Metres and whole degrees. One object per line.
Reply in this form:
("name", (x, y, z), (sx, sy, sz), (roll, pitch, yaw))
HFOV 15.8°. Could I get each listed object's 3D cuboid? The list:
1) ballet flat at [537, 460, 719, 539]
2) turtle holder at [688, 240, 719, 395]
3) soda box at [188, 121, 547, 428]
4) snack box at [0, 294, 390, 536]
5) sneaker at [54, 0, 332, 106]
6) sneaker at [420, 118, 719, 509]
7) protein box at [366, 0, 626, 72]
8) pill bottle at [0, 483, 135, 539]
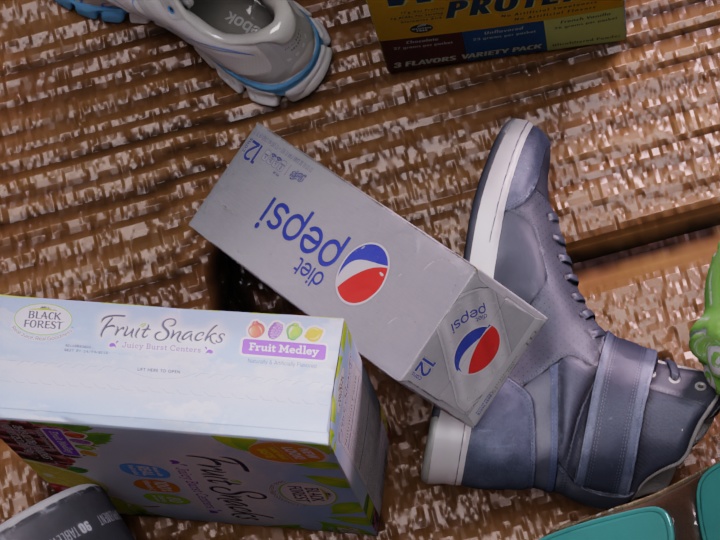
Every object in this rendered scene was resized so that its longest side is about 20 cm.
("ballet flat", (0.173, 0.133, 1.263), (0.200, 0.065, 0.071), (-18, 56, 30))
("turtle holder", (0.247, 0.001, 1.215), (0.185, 0.141, 0.132), (-5, 74, 4))
("soda box", (0.000, 0.000, 1.300), (0.200, 0.063, 0.068), (34, 90, 47))
("snack box", (-0.079, 0.074, 1.269), (0.168, 0.200, 0.068), (4, 74, 8))
("sneaker", (-0.107, -0.166, 1.405), (0.200, 0.087, 0.075), (26, 80, 15))
("sneaker", (0.118, 0.025, 1.327), (0.146, 0.077, 0.203), (9, 69, 4))
("protein box", (0.059, -0.238, 1.346), (0.135, 0.199, 0.200), (-7, 73, 5))
("pill bottle", (-0.121, 0.213, 1.259), (0.106, 0.106, 0.200), (-32, 82, -3))
